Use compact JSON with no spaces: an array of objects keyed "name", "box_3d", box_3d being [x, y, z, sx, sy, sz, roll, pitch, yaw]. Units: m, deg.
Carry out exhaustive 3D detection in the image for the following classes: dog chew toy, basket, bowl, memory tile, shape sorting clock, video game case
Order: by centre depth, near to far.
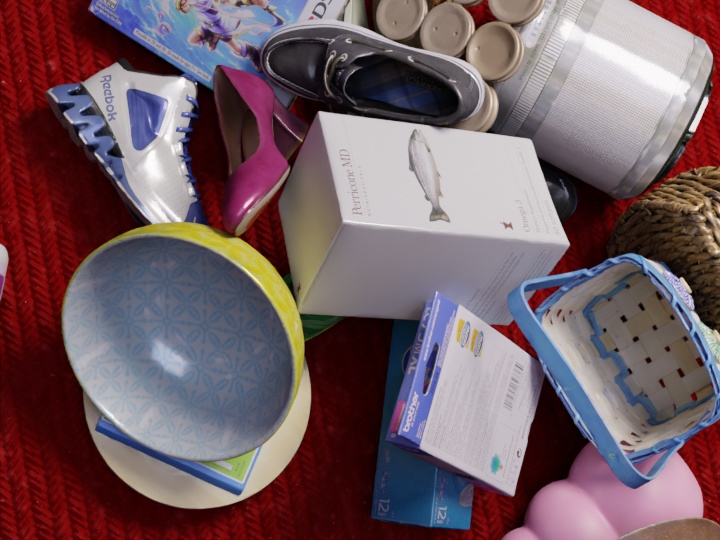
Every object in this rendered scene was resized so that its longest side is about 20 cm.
[{"name":"bowl","box_3d":[-0.128,0.041,0.941,0.198,0.108,0.202,7,117,15]},{"name":"basket","box_3d":[0.212,0.072,0.953,0.199,0.139,0.177,-20,75,-50]},{"name":"memory tile","box_3d":[0.085,-0.227,0.999,0.152,0.017,0.202,28,97,30]},{"name":"shape sorting clock","box_3d":[-0.140,0.105,1.013,0.198,0.039,0.202,3,78,-13]},{"name":"video game case","box_3d":[-0.112,-0.255,1.014,0.199,0.046,0.182,32,112,-2]},{"name":"dog chew toy","box_3d":[0.203,0.231,1.030,0.199,0.125,0.125,-34,90,-6]},{"name":"basket","box_3d":[0.331,-0.030,1.050,0.148,0.200,0.144,-28,87,-12]}]

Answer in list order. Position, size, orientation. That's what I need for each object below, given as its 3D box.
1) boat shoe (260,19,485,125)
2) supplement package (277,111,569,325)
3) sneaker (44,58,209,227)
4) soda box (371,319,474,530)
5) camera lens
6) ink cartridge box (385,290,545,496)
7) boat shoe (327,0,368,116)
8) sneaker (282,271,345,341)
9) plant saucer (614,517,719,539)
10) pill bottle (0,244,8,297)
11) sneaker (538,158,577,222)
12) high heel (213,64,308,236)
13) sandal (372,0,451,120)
[{"name":"boat shoe","box_3d":[0.002,-0.158,0.960,0.198,0.066,0.071,18,113,13]},{"name":"supplement package","box_3d":[0.047,-0.038,0.949,0.198,0.118,0.118,4,52,-23]},{"name":"sneaker","box_3d":[-0.172,-0.109,1.017,0.115,0.081,0.200,-38,89,-12]},{"name":"soda box","box_3d":[0.064,0.123,1.028,0.064,0.067,0.202,17,76,-50]},{"name":"camera lens","box_3d":[0.206,-0.171,1.058,0.199,0.160,0.161,27,77,0]},{"name":"ink cartridge box","box_3d":[0.084,0.104,0.958,0.200,0.042,0.121,35,67,-51]},{"name":"boat shoe","box_3d":[-0.027,-0.238,1.075,0.060,0.072,0.204,-3,91,15]},{"name":"sneaker","box_3d":[0.000,0.000,1.029,0.199,0.084,0.074,-36,87,-25]},{"name":"plant saucer","box_3d":[0.234,0.288,0.994,0.198,0.202,0.037,-18,47,-14]},{"name":"pill bottle","box_3d":[-0.357,0.068,0.937,0.111,0.112,0.202,11,80,-10]},{"name":"sneaker","box_3d":[0.105,-0.077,1.062,0.198,0.082,0.074,13,102,-6]},{"name":"high heel","box_3d":[-0.104,-0.100,0.941,0.096,0.200,0.068,36,115,-11]},{"name":"sandal","box_3d":[0.060,-0.217,1.094,0.069,0.077,0.214,28,54,-44]}]
